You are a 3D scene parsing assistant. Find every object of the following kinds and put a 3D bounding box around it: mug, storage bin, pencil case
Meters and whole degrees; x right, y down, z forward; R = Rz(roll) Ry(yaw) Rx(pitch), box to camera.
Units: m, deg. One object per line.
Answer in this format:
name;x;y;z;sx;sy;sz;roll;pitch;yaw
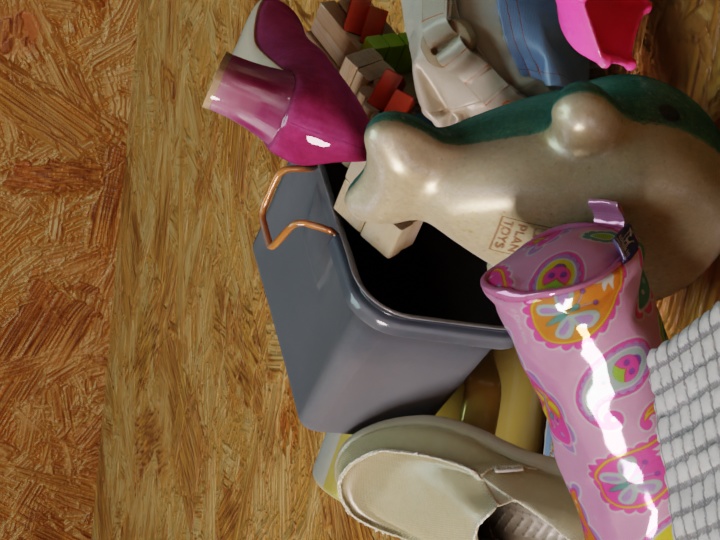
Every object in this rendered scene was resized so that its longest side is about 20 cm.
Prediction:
mug;0.068;0.082;1.348;0.187;0.149;0.153;26;107;50
storage bin;0.000;0.000;1.249;0.134;0.146;0.200;-59;35;38
pencil case;0.130;0.068;1.039;0.087;0.087;0.200;-129;16;-68

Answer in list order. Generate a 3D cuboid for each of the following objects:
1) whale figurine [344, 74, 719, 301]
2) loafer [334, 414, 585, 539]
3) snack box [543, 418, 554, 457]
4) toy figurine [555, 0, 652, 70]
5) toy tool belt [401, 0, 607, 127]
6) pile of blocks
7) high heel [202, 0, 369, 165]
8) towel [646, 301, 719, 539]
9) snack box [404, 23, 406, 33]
whale figurine;0.095;-0.054;1.090;0.159;0.200;0.104;106;170;-53
loafer;0.070;0.137;1.190;0.068;0.200;0.076;-48;-41;-51
snack box;0.129;0.174;1.286;0.072;0.024;0.200;-134;47;-70
toy figurine;0.168;-0.130;0.842;0.200;0.184;0.150;141;129;-71
toy tool belt;0.094;-0.124;1.173;0.125;0.123;0.200;36;-138;-60
pile of blocks;0.023;-0.097;1.205;0.200;0.082;0.062;-101;25;-43
high heel;-0.030;-0.106;1.190;0.200;0.096;0.067;-82;16;-78
towel;0.205;0.088;0.891;0.200;0.086;0.166;129;138;-65
snack box;0.053;-0.132;1.464;0.200;0.037;0.116;43;-133;-84
